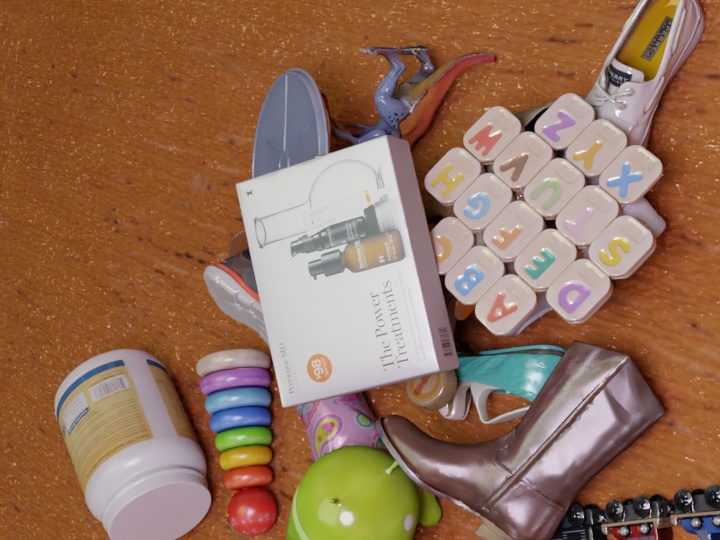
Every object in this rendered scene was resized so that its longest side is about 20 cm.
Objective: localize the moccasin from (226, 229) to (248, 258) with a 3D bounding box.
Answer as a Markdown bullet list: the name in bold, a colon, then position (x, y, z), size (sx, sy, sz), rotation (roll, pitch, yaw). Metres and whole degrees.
- **moccasin**: position (-0.082, -0.022, 1.372), size (0.201, 0.078, 0.074), rotation (10, 88, 47)

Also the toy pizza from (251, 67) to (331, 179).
- **toy pizza**: position (-0.066, -0.109, 1.292), size (0.200, 0.032, 0.201), rotation (-179, 90, -65)

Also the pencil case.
- **pencil case**: position (-0.032, 0.128, 1.281), size (0.087, 0.087, 0.201), rotation (-45, 50, 29)

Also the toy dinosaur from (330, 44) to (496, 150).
- **toy dinosaur**: position (0.028, -0.139, 1.286), size (0.199, 0.105, 0.182), rotation (12, 108, 36)

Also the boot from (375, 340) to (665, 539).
- **boot**: position (0.135, 0.122, 1.062), size (0.186, 0.064, 0.200), rotation (40, 102, 12)

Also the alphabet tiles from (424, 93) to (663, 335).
- **alphabet tiles**: position (0.145, -0.050, 1.034), size (0.196, 0.015, 0.200), rotation (-45, 59, 2)

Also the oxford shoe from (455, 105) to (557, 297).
- **oxford shoe**: position (0.132, -0.059, 1.079), size (0.074, 0.071, 0.201), rotation (-33, 42, 52)

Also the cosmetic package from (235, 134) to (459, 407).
- **cosmetic package**: position (-0.013, 0.003, 1.057), size (0.150, 0.052, 0.201), rotation (-16, 82, 26)

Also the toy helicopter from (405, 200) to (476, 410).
- **toy helicopter**: position (0.081, 0.028, 1.136), size (0.132, 0.079, 0.201), rotation (-5, 69, 34)

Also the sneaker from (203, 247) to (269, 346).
- **sneaker**: position (-0.070, 0.035, 1.254), size (0.200, 0.082, 0.077), rotation (37, 152, 26)

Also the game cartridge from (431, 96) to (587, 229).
- **game cartridge**: position (0.151, -0.074, 1.176), size (0.200, 0.041, 0.134), rotation (-32, 55, 37)

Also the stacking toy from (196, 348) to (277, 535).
- **stacking toy**: position (-0.131, 0.192, 1.374), size (0.085, 0.085, 0.201), rotation (-21, 70, 41)

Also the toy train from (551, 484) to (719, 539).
- **toy train**: position (0.232, 0.209, 1.023), size (0.199, 0.034, 0.046), rotation (-20, 70, 42)

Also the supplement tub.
- **supplement tub**: position (-0.266, 0.208, 1.457), size (0.145, 0.144, 0.200), rotation (-51, 49, 25)

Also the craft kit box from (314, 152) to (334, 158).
- **craft kit box**: position (0.000, 0.000, 1.185), size (0.048, 0.197, 0.201), rotation (-8, 86, 8)

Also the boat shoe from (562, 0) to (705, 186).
- **boat shoe**: position (0.228, -0.157, 1.068), size (0.071, 0.070, 0.201), rotation (33, 95, 31)

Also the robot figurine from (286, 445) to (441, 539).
- **robot figurine**: position (-0.009, 0.240, 1.166), size (0.116, 0.175, 0.200), rotation (47, 150, 23)

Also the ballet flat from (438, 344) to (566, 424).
- **ballet flat**: position (0.105, 0.106, 1.153), size (0.199, 0.067, 0.071), rotation (-4, 70, 44)

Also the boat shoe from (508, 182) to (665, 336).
- **boat shoe**: position (0.189, 0.003, 1.094), size (0.068, 0.072, 0.200), rotation (39, 123, 0)
